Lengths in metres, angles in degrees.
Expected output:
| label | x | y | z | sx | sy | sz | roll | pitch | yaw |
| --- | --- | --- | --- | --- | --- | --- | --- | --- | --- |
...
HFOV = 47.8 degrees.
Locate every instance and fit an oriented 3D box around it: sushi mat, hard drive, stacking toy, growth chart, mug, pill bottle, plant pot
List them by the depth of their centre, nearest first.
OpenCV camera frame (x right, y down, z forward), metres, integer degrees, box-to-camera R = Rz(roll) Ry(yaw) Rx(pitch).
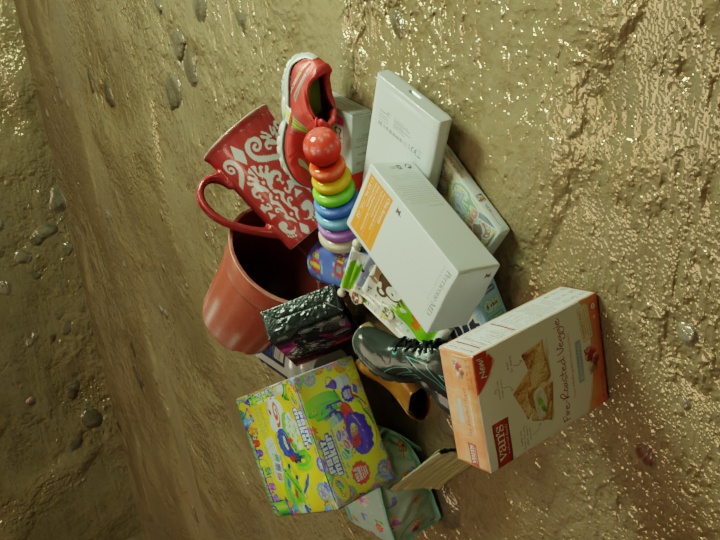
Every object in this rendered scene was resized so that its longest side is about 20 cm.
| label | x | y | z | sx | sy | sz | roll | pitch | yaw |
| --- | --- | --- | --- | --- | --- | --- | --- | --- | --- |
| hard drive | 0.056 | -0.144 | 1.082 | 0.132 | 0.026 | 0.202 | 46 | 142 | 35 |
| growth chart | 0.047 | 0.043 | 1.121 | 0.200 | 0.018 | 0.146 | 41 | 144 | 24 |
| stacking toy | -0.040 | -0.123 | 1.177 | 0.085 | 0.085 | 0.202 | 40 | 155 | 40 |
| sushi mat | 0.121 | 0.300 | 1.223 | 0.200 | 0.094 | 0.012 | 123 | 144 | -55 |
| mug | -0.152 | -0.131 | 1.306 | 0.201 | 0.177 | 0.134 | 49 | -168 | -6 |
| plant pot | -0.167 | 0.030 | 1.383 | 0.202 | 0.199 | 0.196 | 57 | 134 | 19 |
| pill bottle | -0.108 | 0.150 | 1.486 | 0.199 | 0.110 | 0.113 | 23 | 126 | 51 |

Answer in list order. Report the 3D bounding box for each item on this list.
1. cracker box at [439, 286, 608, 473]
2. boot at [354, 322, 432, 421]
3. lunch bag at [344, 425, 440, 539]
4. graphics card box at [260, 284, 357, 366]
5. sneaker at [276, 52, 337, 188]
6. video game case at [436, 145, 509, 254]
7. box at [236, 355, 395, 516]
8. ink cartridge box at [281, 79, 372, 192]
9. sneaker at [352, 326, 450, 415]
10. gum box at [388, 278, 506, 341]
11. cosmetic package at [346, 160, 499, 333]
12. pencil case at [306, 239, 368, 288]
| label | x | y | z | sx | sy | sz | roll | pitch | yaw |
| --- | --- | --- | --- | --- | --- | --- | --- | --- | --- |
| cracker box | 0.186 | 0.115 | 0.899 | 0.057 | 0.198 | 0.136 | 12 | 119 | 54 |
| boot | 0.054 | 0.169 | 1.223 | 0.144 | 0.070 | 0.202 | 51 | 173 | 26 |
| lunch bag | 0.027 | 0.338 | 1.372 | 0.170 | 0.121 | 0.203 | 1 | 115 | 59 |
| graphics card box | -0.074 | 0.092 | 1.300 | 0.200 | 0.124 | 0.051 | 68 | -178 | -69 |
| sneaker | -0.071 | -0.207 | 1.169 | 0.084 | 0.076 | 0.203 | 28 | 130 | 41 |
| video game case | 0.104 | -0.064 | 1.100 | 0.183 | 0.023 | 0.201 | 57 | 147 | 21 |
| box | -0.075 | 0.264 | 1.281 | 0.192 | 0.121 | 0.203 | -26 | 82 | 51 |
| ink cartridge box | -0.054 | -0.190 | 1.263 | 0.199 | 0.043 | 0.176 | 36 | 135 | 44 |
| sneaker | 0.084 | 0.115 | 1.067 | 0.198 | 0.076 | 0.080 | 26 | 127 | 11 |
| gum box | 0.126 | 0.069 | 1.089 | 0.169 | 0.044 | 0.202 | -8 | 108 | 56 |
| cosmetic package | 0.071 | -0.033 | 0.998 | 0.201 | 0.070 | 0.102 | 54 | 136 | 33 |
| pencil case | 0.000 | 0.000 | 1.253 | 0.199 | 0.086 | 0.079 | 21 | 99 | 51 |
